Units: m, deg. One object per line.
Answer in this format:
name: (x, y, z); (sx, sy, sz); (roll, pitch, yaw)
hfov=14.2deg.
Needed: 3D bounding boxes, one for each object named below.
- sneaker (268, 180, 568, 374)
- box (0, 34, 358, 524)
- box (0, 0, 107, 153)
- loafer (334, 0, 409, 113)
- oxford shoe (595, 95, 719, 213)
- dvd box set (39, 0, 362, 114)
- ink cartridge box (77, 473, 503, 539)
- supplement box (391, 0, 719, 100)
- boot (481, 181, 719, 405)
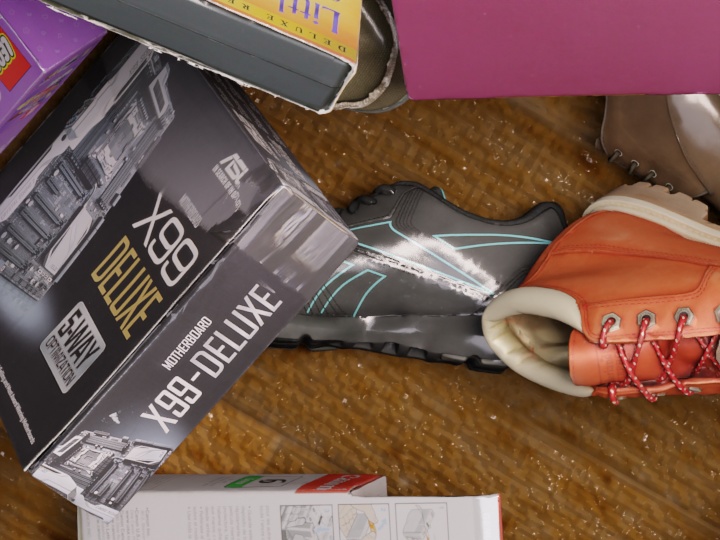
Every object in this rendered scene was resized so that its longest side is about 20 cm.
sneaker: (0.000, 0.000, 1.286); (0.199, 0.075, 0.079); (5, 86, -3)
box: (-0.098, -0.008, 1.229); (0.050, 0.200, 0.158); (37, 100, -32)
box: (-0.196, -0.108, 1.238); (0.039, 0.200, 0.137); (-37, 90, -33)
loafer: (-0.066, -0.117, 1.131); (0.200, 0.070, 0.075); (28, 116, 6)
oxford shoe: (0.153, -0.057, 1.268); (0.084, 0.073, 0.200); (-30, 91, 26)
dvd box set: (-0.065, -0.153, 1.082); (0.146, 0.200, 0.029); (21, 129, -14)
ink cartridge box: (-0.024, 0.147, 1.282); (0.200, 0.050, 0.109); (-2, 95, 19)
supplement box: (0.084, -0.170, 1.109); (0.131, 0.200, 0.103); (0, 138, 10)
boot: (0.143, 0.029, 1.188); (0.200, 0.107, 0.075); (16, 127, 45)
